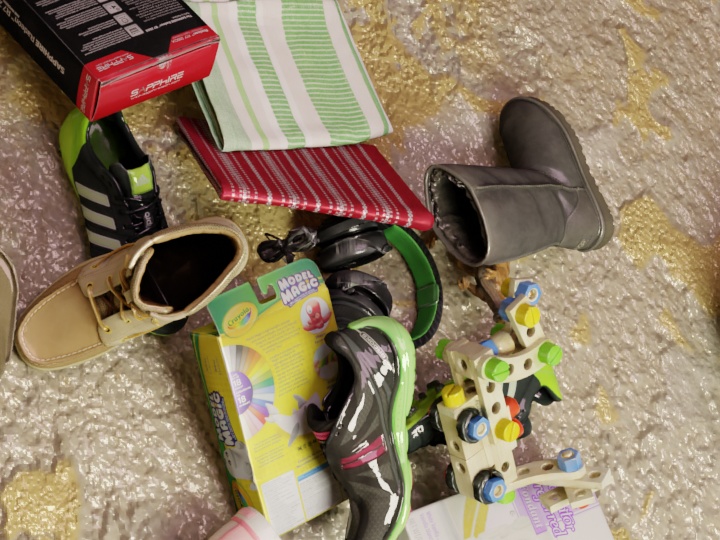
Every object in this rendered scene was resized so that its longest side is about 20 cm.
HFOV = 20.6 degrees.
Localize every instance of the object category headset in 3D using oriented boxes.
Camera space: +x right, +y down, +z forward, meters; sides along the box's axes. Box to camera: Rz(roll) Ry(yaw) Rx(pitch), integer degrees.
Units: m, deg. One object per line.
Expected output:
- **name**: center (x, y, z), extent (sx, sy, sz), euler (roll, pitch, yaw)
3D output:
- **headset**: center (0.000, 0.000, 1.680), extent (0.199, 0.094, 0.124), euler (15, 63, -38)

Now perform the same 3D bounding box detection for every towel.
- **towel**: center (-0.069, -0.175, 1.719), extent (0.199, 0.023, 0.153), euler (-6, 67, -45)
- **towel**: center (-0.047, -0.080, 1.674), extent (0.199, 0.023, 0.145), euler (7, 25, -27)

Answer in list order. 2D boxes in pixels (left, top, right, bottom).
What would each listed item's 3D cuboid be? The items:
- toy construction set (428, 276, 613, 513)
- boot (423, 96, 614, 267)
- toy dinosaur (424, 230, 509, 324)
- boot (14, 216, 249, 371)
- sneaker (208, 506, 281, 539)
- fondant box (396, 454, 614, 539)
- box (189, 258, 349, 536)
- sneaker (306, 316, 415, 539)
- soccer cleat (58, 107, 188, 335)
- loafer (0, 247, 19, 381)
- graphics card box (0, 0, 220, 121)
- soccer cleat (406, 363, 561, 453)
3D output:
- **toy construction set**: center (0.126, 0.118, 1.626), extent (0.131, 0.092, 0.201), euler (-33, 108, -30)
- **boot**: center (0.123, -0.081, 1.761), extent (0.199, 0.073, 0.182), euler (-6, 54, -42)
- **toy dinosaur**: center (0.115, -0.013, 1.782), extent (0.106, 0.060, 0.201), euler (34, 36, -17)
- **boot**: center (-0.175, 0.019, 1.494), extent (0.199, 0.155, 0.073), euler (-24, 94, -3)
- **sneaker**: center (-0.072, 0.293, 1.536), extent (0.104, 0.075, 0.201), euler (-35, 97, -23)
- **fondant box**: center (0.123, 0.250, 1.675), extent (0.199, 0.058, 0.145), euler (-16, 79, -36)
- **box**: center (-0.064, 0.099, 1.586), extent (0.117, 0.048, 0.201), euler (-23, 109, -36)
- **sneaker**: center (-0.004, 0.136, 1.574), extent (0.083, 0.077, 0.201), euler (-1, 94, -18)
- **soccer cleat**: center (-0.186, -0.045, 1.594), extent (0.067, 0.081, 0.201), euler (-19, 81, -35)
- **loafer**: center (-0.297, 0.063, 1.492), extent (0.076, 0.067, 0.201), euler (20, 62, -23)
- **graphics card box**: center (-0.223, -0.215, 1.614), extent (0.125, 0.051, 0.200), euler (-27, 61, -35)
- **soccer cleat**: center (0.100, 0.121, 1.701), extent (0.199, 0.067, 0.081), euler (-29, 92, -38)
